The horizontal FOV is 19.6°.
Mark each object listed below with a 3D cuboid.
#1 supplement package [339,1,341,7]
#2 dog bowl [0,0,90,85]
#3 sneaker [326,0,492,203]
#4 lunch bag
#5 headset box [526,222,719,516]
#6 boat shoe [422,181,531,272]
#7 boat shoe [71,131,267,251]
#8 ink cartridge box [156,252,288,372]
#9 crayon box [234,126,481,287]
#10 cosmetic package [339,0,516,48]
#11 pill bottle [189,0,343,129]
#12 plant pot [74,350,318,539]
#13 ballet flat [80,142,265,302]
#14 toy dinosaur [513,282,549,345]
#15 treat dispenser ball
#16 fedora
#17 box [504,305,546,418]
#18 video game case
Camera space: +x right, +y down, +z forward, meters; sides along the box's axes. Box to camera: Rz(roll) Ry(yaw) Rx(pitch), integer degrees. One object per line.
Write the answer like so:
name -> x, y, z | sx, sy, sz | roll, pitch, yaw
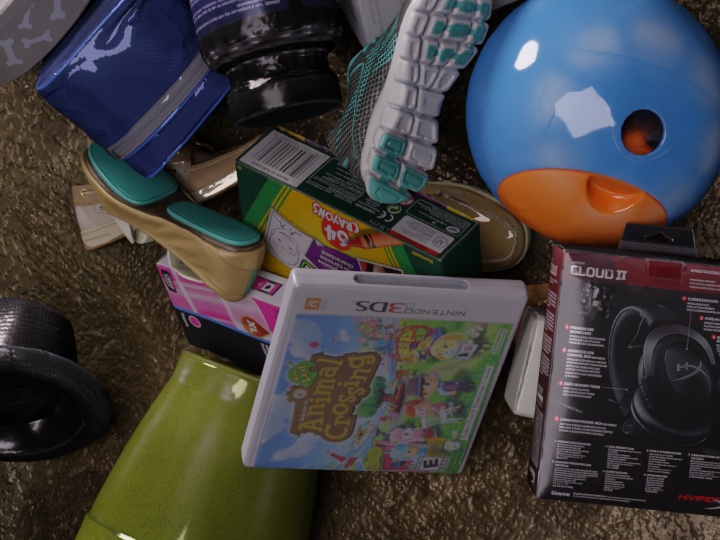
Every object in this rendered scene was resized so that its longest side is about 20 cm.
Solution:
supplement package -> -0.027, -0.299, 1.671 | 0.114, 0.109, 0.200 | 45, 106, 11
dog bowl -> -0.278, -0.240, 1.731 | 0.059, 0.200, 0.200 | 36, 109, -28
sneaker -> 0.028, -0.156, 1.565 | 0.091, 0.077, 0.201 | 31, 100, 46
lunch bag -> -0.170, -0.167, 1.689 | 0.132, 0.200, 0.136 | 42, 103, -17
headset box -> 0.205, 0.068, 1.507 | 0.148, 0.077, 0.201 | 5, 93, -2
boat shoe -> 0.037, -0.040, 1.686 | 0.199, 0.076, 0.072 | 12, 98, 18
boat shoe -> -0.160, -0.080, 1.752 | 0.199, 0.074, 0.070 | -23, 92, 20
ink cartridge box -> -0.074, 0.043, 1.695 | 0.199, 0.037, 0.095 | 16, 139, 36
crayon box -> 0.000, 0.000, 1.645 | 0.199, 0.058, 0.173 | 27, 141, 28
cosmetic package -> 0.079, -0.253, 1.600 | 0.199, 0.102, 0.074 | -21, 50, -6
pill bottle -> -0.075, -0.213, 1.570 | 0.111, 0.112, 0.201 | -13, 85, 19
plant pot -> -0.116, 0.175, 1.707 | 0.199, 0.200, 0.194 | 20, 89, 17
ballet flat -> -0.159, -0.036, 1.678 | 0.200, 0.068, 0.063 | 33, 125, 33
toy dinosaur -> 0.136, 0.034, 1.666 | 0.199, 0.060, 0.107 | -22, 85, 19
treat dispenser ball -> 0.179, -0.118, 1.565 | 0.200, 0.201, 0.202 | 1, 95, 19
fedora -> -0.302, 0.086, 1.793 | 0.199, 0.201, 0.092 | -8, 56, 19
box -> 0.216, 0.089, 1.593 | 0.199, 0.095, 0.078 | 13, 94, 0
video game case -> 0.016, 0.081, 1.586 | 0.181, 0.022, 0.201 | 3, 133, -15
